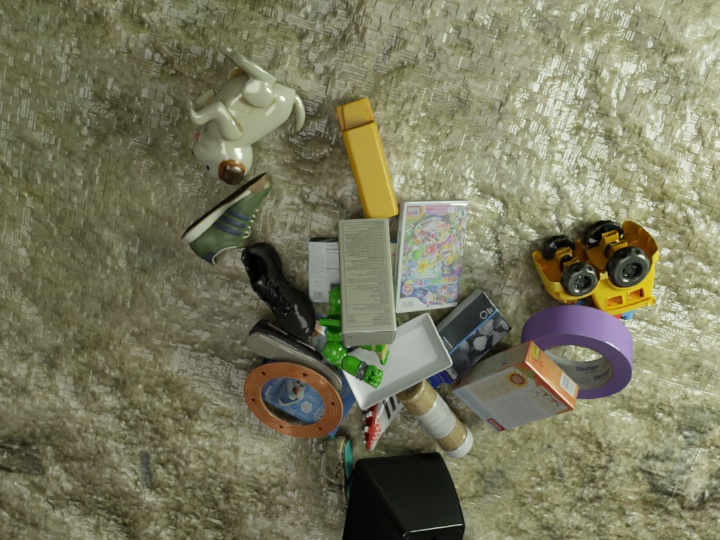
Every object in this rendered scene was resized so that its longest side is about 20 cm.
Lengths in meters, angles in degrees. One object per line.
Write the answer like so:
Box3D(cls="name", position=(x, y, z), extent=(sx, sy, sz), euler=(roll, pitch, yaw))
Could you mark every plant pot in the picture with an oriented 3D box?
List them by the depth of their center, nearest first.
Box3D(cls="plant pot", position=(0.094, 0.498, 1.147), extent=(0.195, 0.177, 0.205), euler=(3, 108, -22))

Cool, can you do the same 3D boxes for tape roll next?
Box3D(cls="tape roll", position=(0.393, 0.153, 1.086), extent=(0.196, 0.066, 0.202), euler=(13, 141, 11))

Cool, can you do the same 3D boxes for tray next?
Box3D(cls="tray", position=(0.064, 0.169, 1.105), extent=(0.197, 0.022, 0.109), euler=(-29, 85, 13))

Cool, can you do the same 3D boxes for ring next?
Box3D(cls="ring", position=(-0.127, 0.245, 1.123), extent=(0.195, 0.019, 0.204), euler=(7, 126, 10))

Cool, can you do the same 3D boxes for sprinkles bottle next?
Box3D(cls="sprinkles bottle", position=(0.145, 0.283, 1.148), extent=(0.068, 0.069, 0.201), euler=(-35, 119, 9))

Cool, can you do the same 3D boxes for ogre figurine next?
Box3D(cls="ogre figurine", position=(-0.008, 0.097, 1.067), extent=(0.117, 0.098, 0.205), euler=(4, 100, 14))

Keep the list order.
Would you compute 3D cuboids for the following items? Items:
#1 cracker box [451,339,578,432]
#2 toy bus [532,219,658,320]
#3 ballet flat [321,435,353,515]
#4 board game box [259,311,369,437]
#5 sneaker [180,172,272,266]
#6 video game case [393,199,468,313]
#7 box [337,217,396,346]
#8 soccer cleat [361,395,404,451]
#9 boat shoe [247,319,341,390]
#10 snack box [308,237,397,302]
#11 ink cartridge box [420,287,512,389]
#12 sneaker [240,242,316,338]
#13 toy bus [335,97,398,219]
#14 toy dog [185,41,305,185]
Box3D(cls="cracker box", position=(0.286, 0.222, 1.111), extent=(0.134, 0.058, 0.199), euler=(42, 138, -10))
Box3D(cls="toy bus", position=(0.433, 0.028, 1.087), extent=(0.196, 0.137, 0.195), euler=(-16, 121, 6))
Box3D(cls="ballet flat", position=(-0.041, 0.427, 1.218), extent=(0.074, 0.068, 0.204), euler=(-3, 110, 21))
Box3D(cls="board game box", position=(-0.089, 0.196, 1.162), extent=(0.196, 0.043, 0.202), euler=(29, 103, -8))
Box3D(cls="sneaker", position=(-0.224, -0.086, 1.077), extent=(0.198, 0.067, 0.090), euler=(-34, 110, 9))
Box3D(cls="video game case", position=(0.128, -0.027, 1.085), extent=(0.140, 0.018, 0.205), euler=(-4, 108, -27))
Box3D(cls="box", position=(0.009, 0.020, 1.008), extent=(0.092, 0.078, 0.205), euler=(-1, 68, -1))
Box3D(cls="soccer cleat", position=(0.055, 0.268, 1.171), extent=(0.083, 0.069, 0.205), euler=(12, 101, -8))
Box3D(cls="boat shoe", position=(-0.115, 0.154, 1.102), extent=(0.198, 0.057, 0.067), euler=(31, 126, -10))
Box3D(cls="snack box", position=(0.000, 0.000, 1.112), extent=(0.195, 0.037, 0.119), euler=(1, 107, 0))
Box3D(cls="ink cartridge box", position=(0.186, 0.138, 1.132), extent=(0.199, 0.039, 0.100), euler=(-42, 103, 0))
Box3D(cls="sneaker", position=(-0.156, 0.040, 1.071), extent=(0.076, 0.091, 0.201), euler=(-39, 83, 10))
Box3D(cls="toy bus", position=(0.011, -0.194, 1.038), extent=(0.064, 0.078, 0.204), euler=(-15, 105, 4))
Box3D(cls="toy dog", position=(-0.209, -0.250, 1.008), extent=(0.192, 0.139, 0.202), euler=(21, 106, -44))
